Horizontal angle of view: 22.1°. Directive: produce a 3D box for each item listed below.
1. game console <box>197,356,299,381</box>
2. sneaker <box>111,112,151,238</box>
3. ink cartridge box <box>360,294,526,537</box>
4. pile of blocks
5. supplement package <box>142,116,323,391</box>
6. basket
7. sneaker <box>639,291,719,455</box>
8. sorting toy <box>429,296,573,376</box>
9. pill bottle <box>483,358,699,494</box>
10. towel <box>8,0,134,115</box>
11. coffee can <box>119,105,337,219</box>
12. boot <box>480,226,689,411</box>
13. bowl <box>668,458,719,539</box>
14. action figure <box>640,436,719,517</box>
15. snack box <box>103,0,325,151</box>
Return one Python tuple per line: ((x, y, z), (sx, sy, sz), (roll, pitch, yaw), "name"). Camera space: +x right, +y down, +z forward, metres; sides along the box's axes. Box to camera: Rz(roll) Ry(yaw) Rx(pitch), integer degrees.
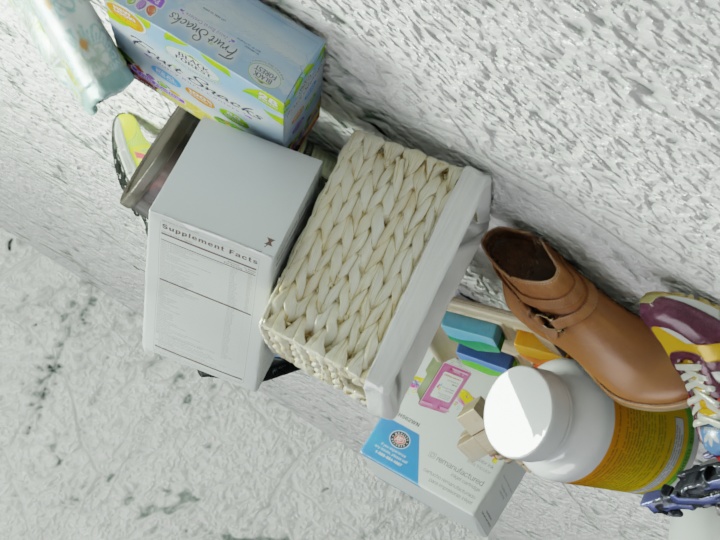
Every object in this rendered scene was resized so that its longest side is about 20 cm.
((-0.090, 0.038, 1.998), (0.175, 0.199, 0.117), (2, 106, 54), "game console")
((-0.209, -0.090, 2.014), (0.201, 0.090, 0.078), (62, 168, 13), "sneaker")
((0.114, 0.146, 1.886), (0.144, 0.201, 0.085), (27, 164, 23), "ink cartridge box")
((0.153, 0.152, 1.747), (0.199, 0.083, 0.062), (19, 140, -40), "pile of blocks")
((-0.108, -0.011, 1.533), (0.113, 0.110, 0.200), (21, 144, 6), "supplement package")
((0.013, 0.001, 1.505), (0.123, 0.201, 0.136), (25, 168, 9), "basket")
((0.289, 0.096, 1.466), (0.200, 0.090, 0.075), (35, 168, -18), "sneaker")
((0.152, 0.078, 1.755), (0.199, 0.037, 0.185), (10, 162, 17), "sorting toy")
((0.208, 0.140, 1.671), (0.199, 0.112, 0.111), (13, -176, -43), "pill bottle")
((-0.257, -0.215, 1.551), (0.172, 0.048, 0.200), (57, 170, -8), "towel")
((-0.097, -0.068, 1.676), (0.199, 0.147, 0.146), (34, 169, -11), "coffee can")
((0.194, 0.039, 1.544), (0.199, 0.074, 0.155), (20, 160, 37), "boot")
((0.393, 0.266, 1.732), (0.199, 0.200, 0.075), (24, 128, -5), "bowl")
((0.351, 0.173, 1.619), (0.199, 0.105, 0.193), (-15, 132, 41), "action figure")
((-0.115, -0.172, 1.483), (0.168, 0.068, 0.200), (31, 168, 5), "snack box")
